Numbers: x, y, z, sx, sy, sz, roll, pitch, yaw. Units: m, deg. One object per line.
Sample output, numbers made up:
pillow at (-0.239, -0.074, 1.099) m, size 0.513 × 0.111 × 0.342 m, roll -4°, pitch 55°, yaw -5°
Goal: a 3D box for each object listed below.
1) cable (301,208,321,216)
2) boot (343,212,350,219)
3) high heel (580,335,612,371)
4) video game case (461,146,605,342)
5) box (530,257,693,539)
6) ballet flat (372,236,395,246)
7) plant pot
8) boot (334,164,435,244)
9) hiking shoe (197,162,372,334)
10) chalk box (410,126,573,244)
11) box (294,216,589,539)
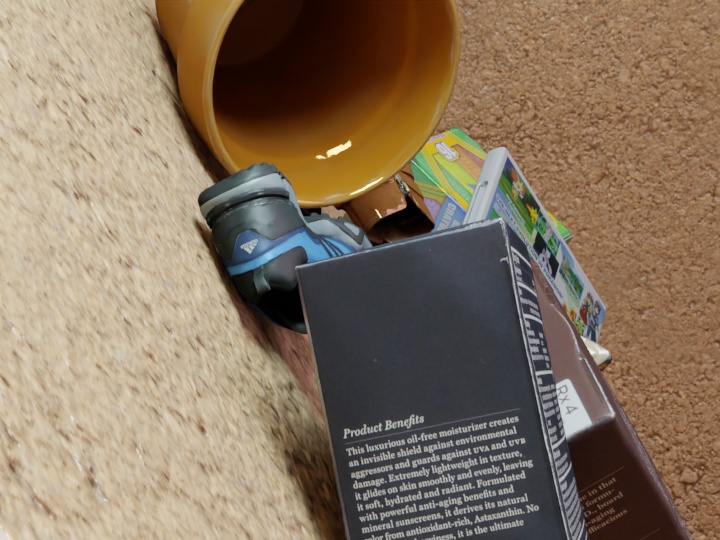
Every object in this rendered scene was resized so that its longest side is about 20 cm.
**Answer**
cable at (-0.056, -0.083, 1.543) m, size 0.097 × 0.050 × 0.201 m, roll 54°, pitch 19°, yaw -33°
boot at (0.059, 0.042, 1.754) m, size 0.175 × 0.066 × 0.201 m, roll 37°, pitch 21°, yaw -44°
high heel at (0.113, 0.090, 1.390) m, size 0.143 × 0.198 × 0.072 m, roll 46°, pitch 44°, yaw -55°
video game case at (0.142, 0.026, 1.529) m, size 0.200 × 0.022 × 0.183 m, roll 54°, pitch 38°, yaw -28°
box at (0.109, 0.138, 1.228) m, size 0.200 × 0.163 × 0.166 m, roll 55°, pitch 9°, yaw -40°
ballet flat at (0.000, 0.000, 1.452) m, size 0.057 × 0.067 × 0.200 m, roll 39°, pitch 11°, yaw -19°
plant pot at (-0.058, -0.173, 1.288) m, size 0.183 × 0.200 × 0.201 m, roll 42°, pitch -10°, yaw 50°
boot at (0.020, -0.097, 1.503) m, size 0.155 × 0.077 × 0.199 m, roll 49°, pitch 29°, yaw 22°
hiking shoe at (-0.040, 0.007, 1.131) m, size 0.200 × 0.074 × 0.087 m, roll 32°, pitch 38°, yaw -60°
chalk box at (0.102, -0.014, 1.648) m, size 0.200 × 0.124 × 0.124 m, roll 43°, pitch 29°, yaw 12°
box at (0.052, 0.085, 1.010) m, size 0.200 × 0.122 × 0.200 m, roll 23°, pitch 56°, yaw -81°
